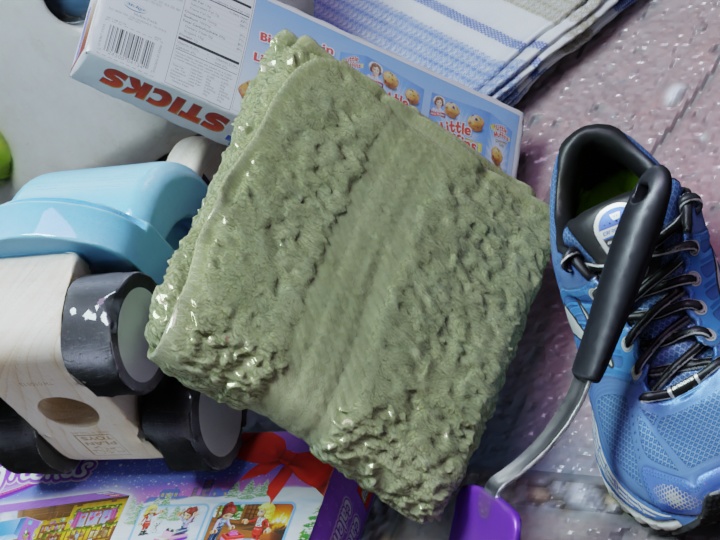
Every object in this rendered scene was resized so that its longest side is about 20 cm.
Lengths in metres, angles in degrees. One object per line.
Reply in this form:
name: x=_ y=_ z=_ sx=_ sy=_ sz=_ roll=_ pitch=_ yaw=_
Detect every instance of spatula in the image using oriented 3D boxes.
spatula: x=0.073 y=0.052 z=1.063 sx=0.200 sy=0.021 sz=0.057 roll=-64 pitch=26 yaw=0

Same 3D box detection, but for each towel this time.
towel: x=0.000 y=0.000 z=1.127 sx=0.036 sy=0.148 sz=0.200 roll=-48 pitch=14 yaw=41
towel: x=0.038 y=-0.113 z=1.330 sx=0.200 sy=0.024 sz=0.147 roll=-42 pitch=42 yaw=-17

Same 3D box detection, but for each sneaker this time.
sneaker: x=0.109 y=0.018 z=1.101 sx=0.078 sy=0.089 sz=0.200 roll=-24 pitch=42 yaw=4

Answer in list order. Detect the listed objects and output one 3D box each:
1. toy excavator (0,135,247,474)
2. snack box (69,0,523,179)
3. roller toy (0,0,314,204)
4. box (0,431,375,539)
toy excavator: x=-0.084 y=-0.007 z=1.177 sx=0.100 sy=0.195 sz=0.200 roll=-3 pitch=59 yaw=27
snack box: x=-0.024 y=-0.075 z=1.210 sx=0.024 sy=0.200 sz=0.072 roll=-49 pitch=24 yaw=47
roller toy: x=-0.126 y=-0.129 z=1.306 sx=0.182 sy=0.140 sz=0.200 roll=-25 pitch=16 yaw=25
box: x=-0.104 y=0.129 z=1.138 sx=0.200 sy=0.039 sz=0.137 roll=-4 pitch=45 yaw=26
